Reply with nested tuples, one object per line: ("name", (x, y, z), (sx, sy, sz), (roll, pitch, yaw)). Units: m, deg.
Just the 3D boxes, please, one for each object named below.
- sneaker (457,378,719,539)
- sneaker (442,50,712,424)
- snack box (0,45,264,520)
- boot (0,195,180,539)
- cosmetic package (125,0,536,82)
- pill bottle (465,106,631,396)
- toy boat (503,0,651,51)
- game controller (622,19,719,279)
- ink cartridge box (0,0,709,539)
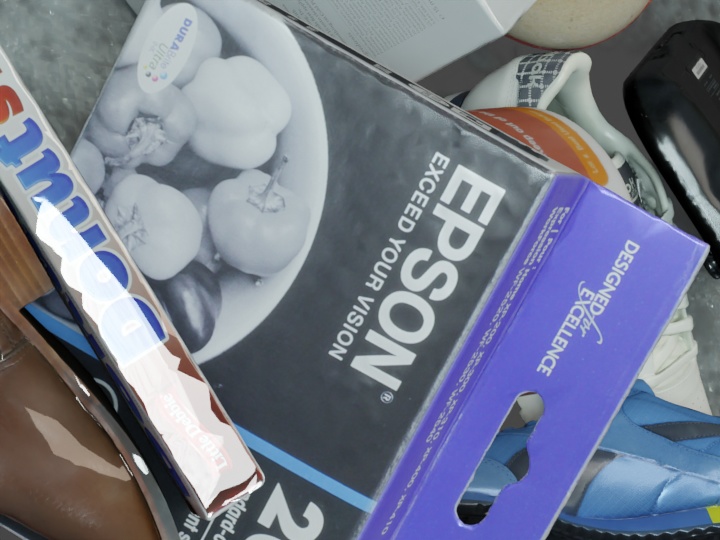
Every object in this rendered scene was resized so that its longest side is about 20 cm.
("sneaker", (0.079, 0.083, 1.117), (0.199, 0.066, 0.079), (1, 50, -19))
("sneaker", (0.099, 0.008, 1.166), (0.076, 0.080, 0.201), (-35, 99, -45))
("snack box", (-0.092, -0.015, 0.884), (0.024, 0.072, 0.201), (-32, 91, -8))
("boot", (-0.166, 0.081, 0.875), (0.199, 0.064, 0.187), (-30, 106, -9))
("cosmetic package", (-0.043, -0.150, 1.057), (0.200, 0.150, 0.052), (53, 45, -12))
("pill bottle", (0.000, 0.000, 1.059), (0.199, 0.112, 0.113), (-7, 77, -42))
("toy boat", (0.037, -0.178, 1.169), (0.199, 0.131, 0.131), (23, 97, -11))
("game controller", (0.154, -0.052, 1.220), (0.104, 0.042, 0.200), (49, 18, -1))
("ink cartridge box", (-0.018, 0.030, 0.939), (0.199, 0.199, 0.043), (28, 13, 2))
